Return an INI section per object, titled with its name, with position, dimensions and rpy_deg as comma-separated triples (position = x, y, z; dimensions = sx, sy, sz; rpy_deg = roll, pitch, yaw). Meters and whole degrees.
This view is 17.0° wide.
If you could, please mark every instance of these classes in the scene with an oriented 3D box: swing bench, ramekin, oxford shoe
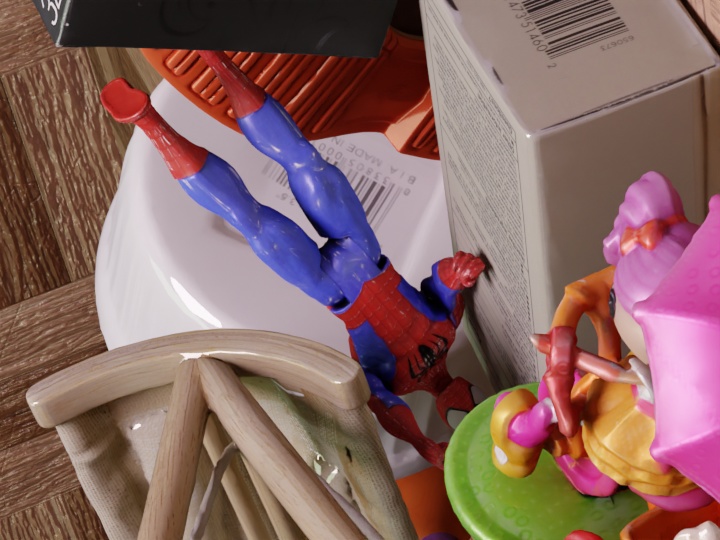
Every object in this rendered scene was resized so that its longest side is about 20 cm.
[swing bench]
position = -0.018, 0.148, 0.849
dimensions = 0.200, 0.129, 0.199
rpy_deg = -107, -4, -51
[ramekin]
position = -0.013, -0.016, 1.035
dimensions = 0.098, 0.200, 0.201
rpy_deg = 105, 144, -61
[oxford shoe]
position = -0.013, -0.094, 0.933
dimensions = 0.200, 0.071, 0.073
rpy_deg = 13, -136, -45

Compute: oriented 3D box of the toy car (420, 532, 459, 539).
[toy car]
position = 0.062, 0.179, 1.023
dimensions = 0.175, 0.199, 0.151
rpy_deg = -96, -6, -64

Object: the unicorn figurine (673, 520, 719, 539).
[unicorn figurine]
position = 0.125, 0.139, 0.630
dimensions = 0.138, 0.199, 0.074
rpy_deg = -63, -2, 39

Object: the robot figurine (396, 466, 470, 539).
[robot figurine]
position = 0.010, 0.060, 1.135
dimensions = 0.117, 0.143, 0.201
rpy_deg = 56, -134, -80

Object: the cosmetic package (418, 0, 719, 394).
[cosmetic package]
position = 0.077, -0.020, 0.854
dimensions = 0.200, 0.073, 0.104
rpy_deg = 79, 167, -49

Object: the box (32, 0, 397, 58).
[box]
position = -0.045, -0.193, 0.797
dimensions = 0.149, 0.124, 0.201
rpy_deg = 58, 139, 45

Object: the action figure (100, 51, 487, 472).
[action figure]
position = 0.000, 0.000, 0.862
dimensions = 0.200, 0.065, 0.099
rpy_deg = 50, 169, -32

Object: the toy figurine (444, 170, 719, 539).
[toy figurine]
position = 0.103, 0.044, 0.697
dimensions = 0.200, 0.150, 0.185
rpy_deg = 53, 152, 37
